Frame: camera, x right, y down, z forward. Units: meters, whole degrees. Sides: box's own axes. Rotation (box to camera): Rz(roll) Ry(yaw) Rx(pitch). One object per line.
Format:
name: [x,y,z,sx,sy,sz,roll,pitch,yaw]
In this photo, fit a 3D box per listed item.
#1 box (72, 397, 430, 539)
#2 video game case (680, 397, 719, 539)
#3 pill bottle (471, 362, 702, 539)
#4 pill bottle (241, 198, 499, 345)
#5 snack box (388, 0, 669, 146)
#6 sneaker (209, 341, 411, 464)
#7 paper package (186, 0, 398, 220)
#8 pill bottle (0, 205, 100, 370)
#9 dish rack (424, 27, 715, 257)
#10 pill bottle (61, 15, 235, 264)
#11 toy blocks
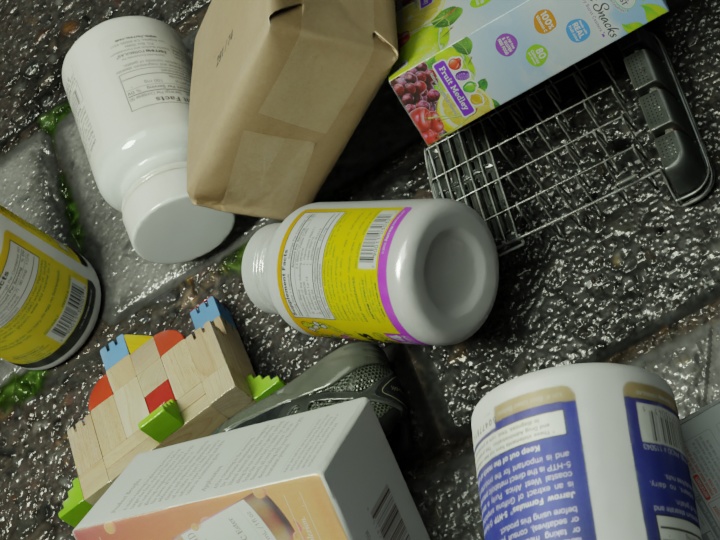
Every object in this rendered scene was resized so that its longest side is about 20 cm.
box: [-0.067,0.196,1.002,0.199,0.106,0.153,-17,106,25]
video game case: [0.210,0.198,0.880,0.181,0.045,0.201,-33,77,21]
pill bottle: [0.129,0.164,0.798,0.119,0.120,0.201,-16,60,22]
pill bottle: [0.000,0.000,1.086,0.199,0.104,0.105,2,68,48]
snack box: [0.118,-0.199,1.102,0.199,0.068,0.169,-28,26,14]
sneaker: [-0.046,0.150,1.077,0.199,0.076,0.115,-34,50,6]
paper package: [-0.059,-0.174,1.140,0.200,0.103,0.192,123,152,-46]
pill bottle: [-0.318,0.001,1.217,0.114,0.200,0.115,-12,63,24]
dish rack: [0.147,-0.091,1.092,0.199,0.055,0.154,-25,57,19]
pill bottle: [-0.177,-0.110,1.240,0.114,0.114,0.201,-32,57,13]
toy blocks: [-0.162,0.101,1.164,0.200,0.100,0.137,-37,44,9]
